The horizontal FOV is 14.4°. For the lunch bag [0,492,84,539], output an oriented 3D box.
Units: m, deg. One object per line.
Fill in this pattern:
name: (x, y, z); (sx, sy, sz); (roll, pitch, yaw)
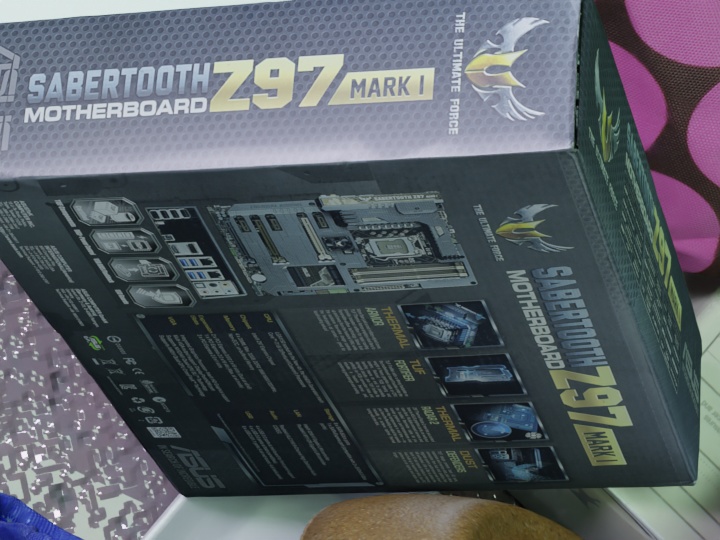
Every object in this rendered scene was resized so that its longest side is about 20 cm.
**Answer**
lunch bag: (-0.051, 0.181, 0.776); (0.200, 0.124, 0.170); (29, 88, -14)

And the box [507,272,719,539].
box: (0.146, 0.020, 0.889); (0.095, 0.078, 0.200); (45, 74, -7)

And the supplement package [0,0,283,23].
supplement package: (-0.051, -0.121, 0.835); (0.155, 0.111, 0.201); (17, 79, -13)

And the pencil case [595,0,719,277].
pencil case: (0.080, -0.092, 0.799); (0.200, 0.090, 0.094); (63, 34, -39)

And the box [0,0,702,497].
box: (0.000, 0.000, 0.750); (0.157, 0.200, 0.051); (-2, 63, 16)

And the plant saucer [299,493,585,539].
plant saucer: (0.067, 0.129, 0.774); (0.200, 0.200, 0.035); (44, 108, -7)

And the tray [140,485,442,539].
tray: (0.017, 0.134, 0.867); (0.200, 0.022, 0.107); (43, 73, -7)
